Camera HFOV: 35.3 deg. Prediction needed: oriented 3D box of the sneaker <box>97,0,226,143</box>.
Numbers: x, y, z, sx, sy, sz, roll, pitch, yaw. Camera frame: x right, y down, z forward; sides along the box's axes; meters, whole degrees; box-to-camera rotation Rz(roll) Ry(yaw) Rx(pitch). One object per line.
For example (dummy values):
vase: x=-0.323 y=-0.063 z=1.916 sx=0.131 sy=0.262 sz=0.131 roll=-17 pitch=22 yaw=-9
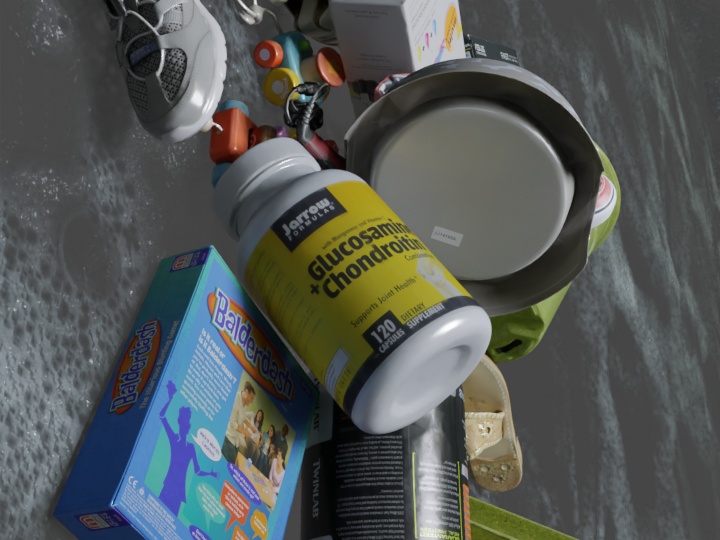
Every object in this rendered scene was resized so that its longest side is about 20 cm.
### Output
sneaker: x=-0.146 y=-0.172 z=0.716 sx=0.082 sy=0.075 sz=0.200 roll=12 pitch=56 yaw=-56

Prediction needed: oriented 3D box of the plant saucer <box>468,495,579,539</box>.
plant saucer: x=0.124 y=0.234 z=0.937 sx=0.200 sy=0.199 sz=0.048 roll=28 pitch=81 yaw=-66

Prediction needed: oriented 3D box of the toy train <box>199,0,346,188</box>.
toy train: x=-0.060 y=-0.132 z=0.877 sx=0.150 sy=0.055 sz=0.200 roll=46 pitch=39 yaw=-48

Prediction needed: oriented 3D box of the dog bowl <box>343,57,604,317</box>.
dog bowl: x=0.080 y=-0.063 z=0.828 sx=0.200 sy=0.200 sz=0.059 roll=64 pitch=23 yaw=-26

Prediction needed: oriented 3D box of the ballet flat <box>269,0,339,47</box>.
ballet flat: x=-0.052 y=-0.233 z=0.945 sx=0.200 sy=0.067 sz=0.062 roll=40 pitch=54 yaw=-38

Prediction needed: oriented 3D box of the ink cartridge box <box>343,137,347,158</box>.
ink cartridge box: x=0.000 y=0.000 z=0.950 sx=0.200 sy=0.048 sz=0.146 roll=-95 pitch=159 yaw=-54

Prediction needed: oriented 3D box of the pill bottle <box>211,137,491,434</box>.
pill bottle: x=-0.014 y=0.004 z=0.763 sx=0.200 sy=0.112 sz=0.112 roll=48 pitch=15 yaw=25

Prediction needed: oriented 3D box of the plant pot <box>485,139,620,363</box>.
plant pot: x=0.133 y=-0.020 z=1.073 sx=0.200 sy=0.200 sz=0.190 roll=61 pitch=35 yaw=-30

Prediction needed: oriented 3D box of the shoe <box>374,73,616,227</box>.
shoe: x=0.102 y=-0.093 z=0.875 sx=0.091 sy=0.200 sz=0.072 roll=88 pitch=21 yaw=-52

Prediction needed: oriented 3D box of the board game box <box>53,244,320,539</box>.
board game box: x=-0.095 y=0.108 z=0.699 sx=0.152 sy=0.045 sz=0.200 roll=57 pitch=31 yaw=-34

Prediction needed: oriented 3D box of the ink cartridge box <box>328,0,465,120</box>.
ink cartridge box: x=0.041 y=-0.174 z=0.957 sx=0.200 sy=0.068 sz=0.115 roll=75 pitch=31 yaw=-45

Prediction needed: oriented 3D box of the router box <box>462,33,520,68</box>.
router box: x=0.147 y=-0.184 z=1.310 sx=0.200 sy=0.062 sz=0.150 roll=-13 pitch=87 yaw=-67

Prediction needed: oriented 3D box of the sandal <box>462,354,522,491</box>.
sandal: x=0.108 y=0.156 z=1.059 sx=0.070 sy=0.077 sz=0.212 roll=-83 pitch=154 yaw=-47

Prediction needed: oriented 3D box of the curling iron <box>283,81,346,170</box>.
curling iron: x=-0.011 y=-0.085 z=0.875 sx=0.200 sy=0.025 sz=0.050 roll=47 pitch=55 yaw=-60

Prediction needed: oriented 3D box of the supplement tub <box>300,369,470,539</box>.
supplement tub: x=0.018 y=0.168 z=0.812 sx=0.122 sy=0.122 sz=0.201 roll=37 pitch=47 yaw=-54
